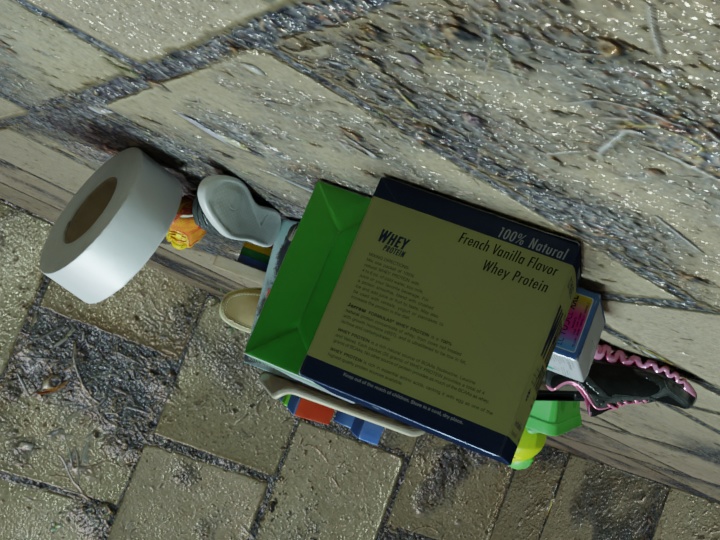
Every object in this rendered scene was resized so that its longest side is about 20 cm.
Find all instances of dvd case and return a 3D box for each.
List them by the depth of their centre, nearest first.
[{"bbox_3d":[-0.083,0.037,1.318,0.022,0.201,0.146,15,179,-39],"label":"dvd case"},{"bbox_3d":[0.242,0.158,1.516,0.199,0.018,0.143,5,-164,-30],"label":"dvd case"}]

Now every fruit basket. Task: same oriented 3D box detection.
[{"bbox_3d":[0.256,0.241,1.683,0.215,0.217,0.155,17,-170,32],"label":"fruit basket"}]

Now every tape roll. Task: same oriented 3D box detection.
[{"bbox_3d":[-0.322,-0.059,1.307,0.071,0.203,0.202,39,164,-30],"label":"tape roll"}]

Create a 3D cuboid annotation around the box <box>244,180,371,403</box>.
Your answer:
[{"bbox_3d":[-0.022,0.030,1.117,0.096,0.201,0.176,21,173,15],"label":"box"}]

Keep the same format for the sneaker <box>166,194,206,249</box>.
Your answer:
[{"bbox_3d":[-0.242,-0.064,1.415,0.073,0.078,0.200,19,-177,4],"label":"sneaker"}]

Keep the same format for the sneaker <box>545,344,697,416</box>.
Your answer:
[{"bbox_3d":[0.331,0.151,1.318,0.199,0.096,0.079,20,170,10],"label":"sneaker"}]

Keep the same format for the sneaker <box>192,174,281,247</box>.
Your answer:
[{"bbox_3d":[-0.183,-0.079,1.288,0.099,0.071,0.200,14,173,21],"label":"sneaker"}]

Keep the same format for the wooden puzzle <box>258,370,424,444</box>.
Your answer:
[{"bbox_3d":[-0.030,0.181,1.320,0.199,0.047,0.185,16,178,-12],"label":"wooden puzzle"}]

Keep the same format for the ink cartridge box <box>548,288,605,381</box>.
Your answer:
[{"bbox_3d":[0.156,0.043,1.099,0.199,0.077,0.136,18,170,19],"label":"ink cartridge box"}]

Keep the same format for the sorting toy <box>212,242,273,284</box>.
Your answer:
[{"bbox_3d":[-0.085,0.006,1.517,0.199,0.070,0.199,20,178,20],"label":"sorting toy"}]

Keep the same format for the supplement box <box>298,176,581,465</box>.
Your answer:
[{"bbox_3d":[0.082,0.050,0.958,0.199,0.201,0.134,20,171,16],"label":"supplement box"}]

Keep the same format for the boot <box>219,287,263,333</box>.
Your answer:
[{"bbox_3d":[-0.105,0.074,1.457,0.199,0.072,0.155,14,-179,-7],"label":"boot"}]
